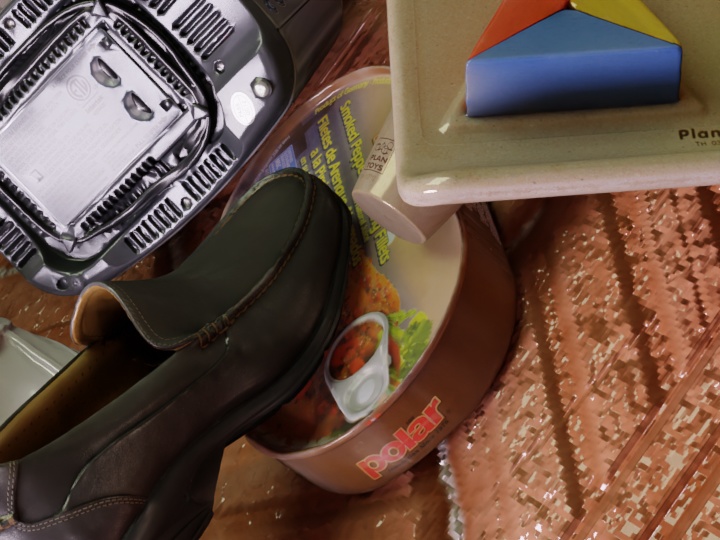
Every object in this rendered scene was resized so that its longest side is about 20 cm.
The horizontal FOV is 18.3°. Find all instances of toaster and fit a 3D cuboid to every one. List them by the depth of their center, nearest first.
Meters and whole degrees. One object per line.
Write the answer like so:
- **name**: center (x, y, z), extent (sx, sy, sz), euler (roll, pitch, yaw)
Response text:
- **toaster**: center (-0.096, -0.079, 0.949), extent (0.200, 0.114, 0.129), euler (-43, 5, 29)

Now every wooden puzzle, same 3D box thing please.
- **wooden puzzle**: center (0.098, -0.108, 0.680), extent (0.184, 0.046, 0.201), euler (-4, 51, 3)

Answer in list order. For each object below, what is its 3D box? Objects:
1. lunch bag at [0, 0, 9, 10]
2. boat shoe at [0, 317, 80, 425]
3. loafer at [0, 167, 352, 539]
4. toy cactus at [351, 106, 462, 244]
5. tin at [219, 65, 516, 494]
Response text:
- **lunch bag**: center (-0.197, -0.140, 1.035), extent (0.164, 0.118, 0.200), euler (-36, 14, 6)
- **boat shoe**: center (-0.180, 0.044, 0.937), extent (0.199, 0.065, 0.074), euler (15, 74, 30)
- **loafer**: center (-0.066, 0.029, 0.765), extent (0.073, 0.072, 0.200), euler (-12, 37, 41)
- **toy cactus**: center (0.053, -0.088, 0.773), extent (0.199, 0.102, 0.165), euler (23, 72, 42)
- **tin**: center (0.000, 0.000, 0.832), extent (0.112, 0.042, 0.200), euler (-45, 30, 21)
